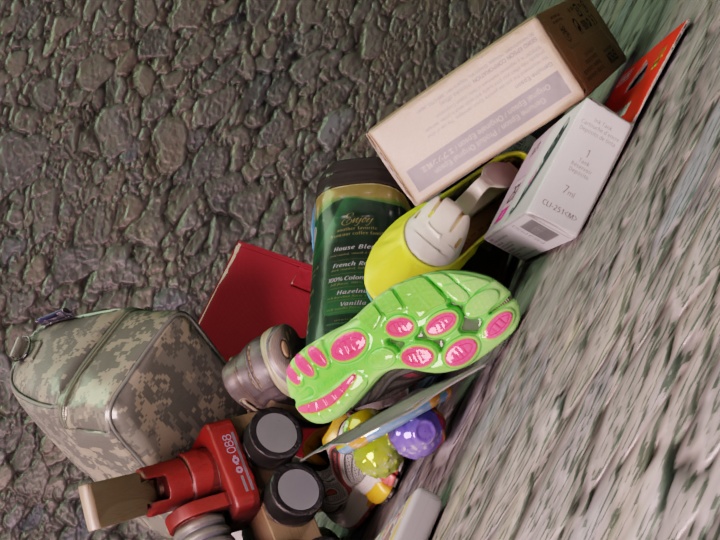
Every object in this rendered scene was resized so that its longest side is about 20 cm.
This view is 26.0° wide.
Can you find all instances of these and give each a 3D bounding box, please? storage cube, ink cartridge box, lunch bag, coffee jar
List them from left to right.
[{"bbox_3d":[-0.197,0.129,1.356,0.166,0.201,0.140,-2,46,39],"label":"lunch bag"},{"bbox_3d":[-0.065,0.107,1.534,0.181,0.198,0.171,-64,-18,-19],"label":"storage cube"},{"bbox_3d":[0.003,0.008,1.308,0.105,0.084,0.202,71,-162,-55],"label":"coffee jar"},{"bbox_3d":[0.115,-0.141,1.250,0.164,0.075,0.200,-34,2,25],"label":"ink cartridge box"},{"bbox_3d":[0.161,-0.098,1.150,0.175,0.043,0.200,-63,2,-5],"label":"ink cartridge box"}]

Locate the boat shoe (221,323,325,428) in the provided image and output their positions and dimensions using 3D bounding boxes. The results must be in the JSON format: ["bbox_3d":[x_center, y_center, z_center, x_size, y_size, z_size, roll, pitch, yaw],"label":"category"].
[{"bbox_3d":[-0.068,0.097,1.337,0.200,0.073,0.075,53,-161,-66],"label":"boat shoe"}]

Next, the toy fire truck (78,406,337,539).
[{"bbox_3d":[-0.121,0.207,1.208,0.198,0.177,0.129,-11,-25,-27],"label":"toy fire truck"}]

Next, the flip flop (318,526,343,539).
[{"bbox_3d":[-0.054,0.263,1.415,0.082,0.057,0.200,-61,1,-2],"label":"flip flop"}]

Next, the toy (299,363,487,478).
[{"bbox_3d":[0.027,0.121,1.149,0.114,0.048,0.200,-29,0,-15],"label":"toy"}]

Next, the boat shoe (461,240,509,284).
[{"bbox_3d":[0.084,0.007,1.312,0.200,0.071,0.076,-54,-2,-45],"label":"boat shoe"}]

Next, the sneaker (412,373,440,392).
[{"bbox_3d":[0.049,0.057,1.417,0.096,0.079,0.200,-63,1,10],"label":"sneaker"}]

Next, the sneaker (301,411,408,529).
[{"bbox_3d":[-0.011,0.163,1.351,0.078,0.082,0.200,-61,1,-26],"label":"sneaker"}]

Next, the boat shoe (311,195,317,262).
[{"bbox_3d":[0.000,0.000,1.431,0.084,0.068,0.202,48,-151,-51],"label":"boat shoe"}]

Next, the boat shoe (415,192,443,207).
[{"bbox_3d":[0.089,-0.019,1.486,0.071,0.071,0.201,-67,-23,-13],"label":"boat shoe"}]

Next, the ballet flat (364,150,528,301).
[{"bbox_3d":[0.075,-0.041,1.247,0.200,0.067,0.067,-37,-15,-39],"label":"ballet flat"}]

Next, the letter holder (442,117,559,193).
[{"bbox_3d":[0.129,-0.123,1.663,0.201,0.100,0.142,-61,-1,8],"label":"letter holder"}]

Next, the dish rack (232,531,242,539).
[{"bbox_3d":[-0.109,0.285,1.397,0.171,0.043,0.202,177,102,-70],"label":"dish rack"}]

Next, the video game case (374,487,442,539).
[{"bbox_3d":[-0.019,0.259,1.004,0.201,0.023,0.182,-62,2,-38],"label":"video game case"}]

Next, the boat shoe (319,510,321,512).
[{"bbox_3d":[-0.029,0.185,1.744,0.068,0.072,0.201,-58,3,38],"label":"boat shoe"}]

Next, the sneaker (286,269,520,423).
[{"bbox_3d":[0.033,0.049,1.153,0.199,0.077,0.084,-24,-1,32],"label":"sneaker"}]
